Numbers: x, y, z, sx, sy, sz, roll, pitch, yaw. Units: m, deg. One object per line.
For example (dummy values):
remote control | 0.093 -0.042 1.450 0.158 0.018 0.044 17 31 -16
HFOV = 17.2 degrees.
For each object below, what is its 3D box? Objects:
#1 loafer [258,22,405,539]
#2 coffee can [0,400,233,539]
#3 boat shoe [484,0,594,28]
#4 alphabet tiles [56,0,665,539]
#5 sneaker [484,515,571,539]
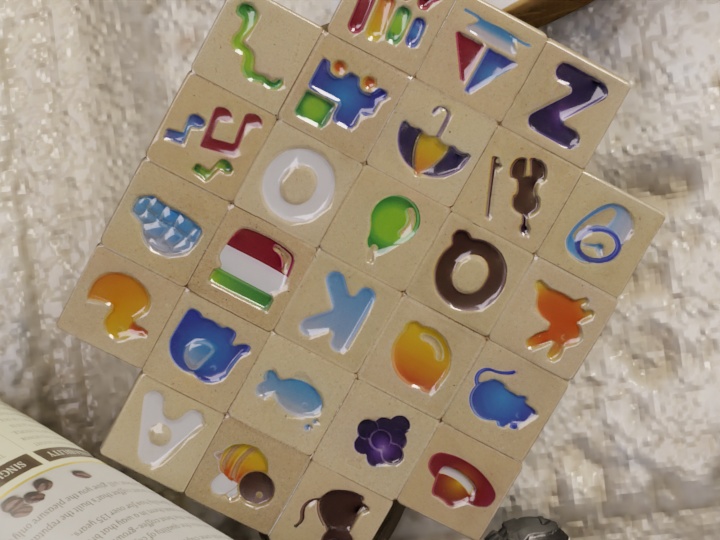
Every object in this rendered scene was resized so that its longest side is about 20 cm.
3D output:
loafer | -0.018 0.009 0.849 0.076 0.067 0.201 0 89 17
coffee can | -0.116 0.132 0.817 0.200 0.146 0.147 28 97 26
boat shoe | 0.105 -0.146 0.813 0.200 0.071 0.069 -24 84 16
alphabet tiles | 0.000 0.000 0.809 0.166 0.006 0.200 27 102 -9
sneaker | 0.058 0.182 0.827 0.085 0.078 0.201 5 101 8
